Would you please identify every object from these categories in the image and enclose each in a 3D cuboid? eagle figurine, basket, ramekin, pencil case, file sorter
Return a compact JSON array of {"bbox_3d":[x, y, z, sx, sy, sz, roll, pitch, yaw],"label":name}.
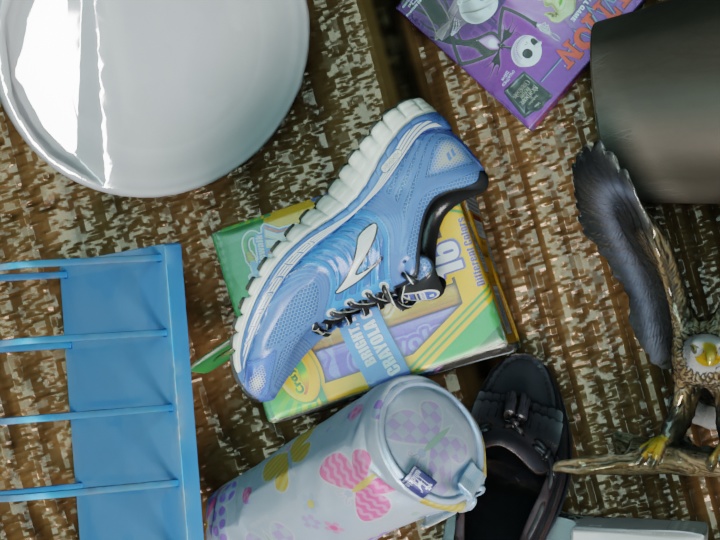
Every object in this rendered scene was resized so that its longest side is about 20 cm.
[{"bbox_3d":[0.205,0.026,1.464,0.151,0.151,0.202,1,92,-27],"label":"eagle figurine"},{"bbox_3d":[0.246,-0.109,1.492,0.198,0.136,0.182,-8,60,14],"label":"basket"},{"bbox_3d":[-0.140,-0.153,1.538,0.201,0.094,0.204,-6,110,-18],"label":"ramekin"},{"bbox_3d":[-0.011,0.137,1.503,0.091,0.084,0.200,37,137,-21],"label":"pencil case"},{"bbox_3d":[-0.188,0.091,1.528,0.122,0.138,0.202,-2,86,-36],"label":"file sorter"}]

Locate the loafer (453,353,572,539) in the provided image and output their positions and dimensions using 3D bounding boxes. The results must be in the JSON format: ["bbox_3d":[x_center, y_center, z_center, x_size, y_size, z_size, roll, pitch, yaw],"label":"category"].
[{"bbox_3d":[0.090,0.133,1.501,0.071,0.063,0.201,10,59,7],"label":"loafer"}]

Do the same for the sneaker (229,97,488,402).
[{"bbox_3d":[0.000,0.000,1.430,0.089,0.079,0.200,39,94,10],"label":"sneaker"}]

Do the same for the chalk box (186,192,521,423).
[{"bbox_3d":[-0.014,0.019,1.533,0.198,0.125,0.125,-17,86,7],"label":"chalk box"}]

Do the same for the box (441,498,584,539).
[{"bbox_3d":[0.137,0.238,1.542,0.198,0.044,0.162,13,90,9],"label":"box"}]

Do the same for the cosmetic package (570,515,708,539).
[{"bbox_3d":[0.164,0.249,1.463,0.089,0.107,0.202,4,91,9],"label":"cosmetic package"}]

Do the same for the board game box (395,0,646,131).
[{"bbox_3d":[0.131,-0.203,1.567,0.120,0.032,0.200,41,94,4],"label":"board game box"}]
